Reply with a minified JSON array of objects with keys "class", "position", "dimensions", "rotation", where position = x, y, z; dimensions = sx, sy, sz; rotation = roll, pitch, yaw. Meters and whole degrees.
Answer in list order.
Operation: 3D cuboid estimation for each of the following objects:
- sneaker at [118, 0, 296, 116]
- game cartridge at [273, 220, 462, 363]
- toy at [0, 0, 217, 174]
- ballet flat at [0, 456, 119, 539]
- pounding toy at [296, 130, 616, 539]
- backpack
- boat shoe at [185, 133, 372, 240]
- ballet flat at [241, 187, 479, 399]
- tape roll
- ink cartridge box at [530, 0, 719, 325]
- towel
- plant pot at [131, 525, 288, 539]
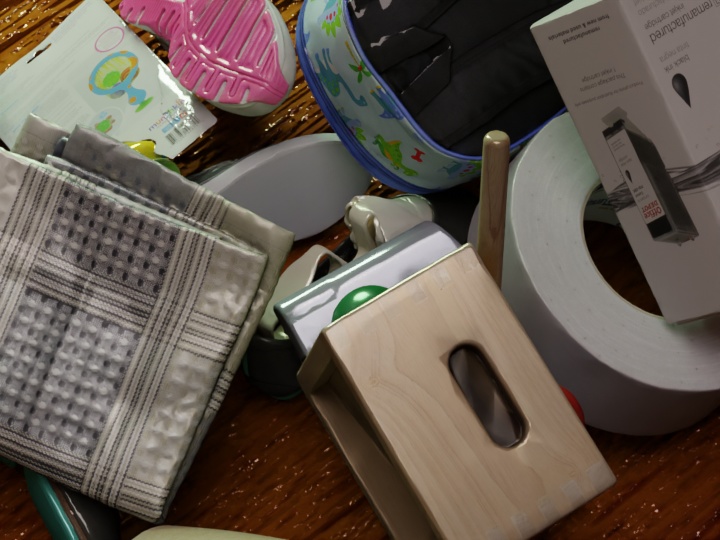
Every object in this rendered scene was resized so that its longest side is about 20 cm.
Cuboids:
[{"class":"sneaker","position":[-0.082,-0.151,1.601],"dimensions":[0.081,0.088,0.200],"rotation":[-50,35,7]},{"class":"game cartridge","position":[0.050,0.076,1.492],"dimensions":[0.133,0.040,0.201],"rotation":[-29,83,-15]},{"class":"toy","position":[-0.172,-0.096,1.620],"dimensions":[0.115,0.047,0.200],"rotation":[-41,40,-3]},{"class":"ballet flat","position":[-0.192,0.109,1.503],"dimensions":[0.068,0.068,0.200],"rotation":[-33,64,-20]},{"class":"pounding toy","position":[0.058,0.058,1.384],"dimensions":[0.142,0.184,0.201],"rotation":[-30,83,-12]},{"class":"backpack","position":[0.058,-0.150,1.566],"dimensions":[0.200,0.147,0.183],"rotation":[-40,97,-32]},{"class":"boat shoe","position":[-0.090,-0.043,1.589],"dimensions":[0.199,0.069,0.057],"rotation":[-24,34,-10]},{"class":"ballet flat","position":[0.000,0.000,1.550],"dimensions":[0.200,0.069,0.068],"rotation":[-44,46,-20]},{"class":"tape roll","position":[0.168,-0.002,1.500],"dimensions":[0.199,0.066,0.201],"rotation":[12,59,-20]},{"class":"ink cartridge box","position":[0.211,-0.090,1.440],"dimensions":[0.146,0.083,0.201],"rotation":[-32,99,-36]},{"class":"towel","position":[-0.161,0.024,1.440],"dimensions":[0.192,0.035,0.201],"rotation":[24,88,12]},{"class":"plant pot","position":[-0.056,0.228,1.384],"dimensions":[0.199,0.188,0.188],"rotation":[24,64,31]}]
